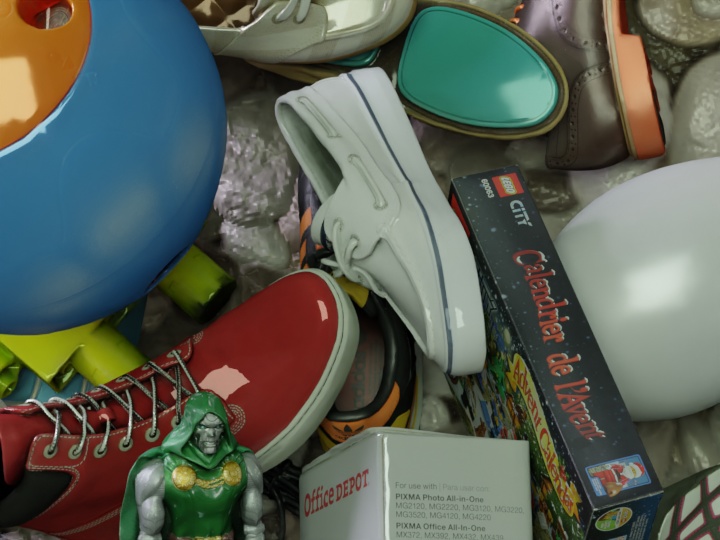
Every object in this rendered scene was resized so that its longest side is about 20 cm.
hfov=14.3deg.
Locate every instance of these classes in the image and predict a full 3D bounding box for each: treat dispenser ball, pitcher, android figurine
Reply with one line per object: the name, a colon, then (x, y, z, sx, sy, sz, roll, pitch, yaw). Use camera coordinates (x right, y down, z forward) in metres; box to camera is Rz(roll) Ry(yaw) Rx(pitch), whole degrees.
treat dispenser ball: (-0.165, -0.069, 1.410, 0.200, 0.201, 0.202, -2, 74, 6)
pitcher: (0.202, 0.016, 1.478, 0.199, 0.121, 0.172, -28, 90, -11)
android figurine: (-0.167, -0.021, 1.522, 0.200, 0.041, 0.182, 38, 82, 14)

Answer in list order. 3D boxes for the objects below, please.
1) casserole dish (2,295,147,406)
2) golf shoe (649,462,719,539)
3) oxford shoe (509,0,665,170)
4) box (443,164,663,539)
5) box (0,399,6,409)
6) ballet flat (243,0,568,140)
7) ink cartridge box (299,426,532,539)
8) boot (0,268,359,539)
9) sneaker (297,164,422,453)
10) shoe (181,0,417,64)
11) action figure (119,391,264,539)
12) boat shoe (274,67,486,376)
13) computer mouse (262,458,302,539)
casserole dish: (-0.181, 0.029, 1.551, 0.120, 0.039, 0.201, 8, 75, 8)
golf shoe: (0.177, 0.125, 1.450, 0.088, 0.077, 0.200, 36, 95, 28)
oxford shoe: (0.109, -0.151, 1.551, 0.072, 0.071, 0.201, -14, 74, 8)
box: (0.087, 0.068, 1.430, 0.037, 0.137, 0.201, -13, 56, -13)
box: (-0.293, 0.118, 1.450, 0.106, 0.152, 0.200, 47, 107, 15)
ballet flat: (0.024, -0.116, 1.550, 0.199, 0.063, 0.069, 20, 85, 16)
ink cartridge box: (0.026, 0.187, 1.415, 0.083, 0.145, 0.201, 4, 76, -17)
boot: (-0.103, 0.065, 1.419, 0.200, 0.144, 0.073, -43, 58, 18)
sneaker: (0.000, 0.000, 1.509, 0.070, 0.090, 0.201, -4, 75, 6)
shoe: (-0.070, -0.143, 1.503, 0.199, 0.053, 0.070, 2, 98, 5)
action figure: (-0.080, 0.155, 1.409, 0.118, 0.055, 0.201, -6, 107, -24)
boat shoe: (0.008, -0.020, 1.450, 0.065, 0.074, 0.200, -12, 45, -13)
computer mouse: (-0.091, 0.172, 1.496, 0.140, 0.046, 0.201, 30, 80, 13)
